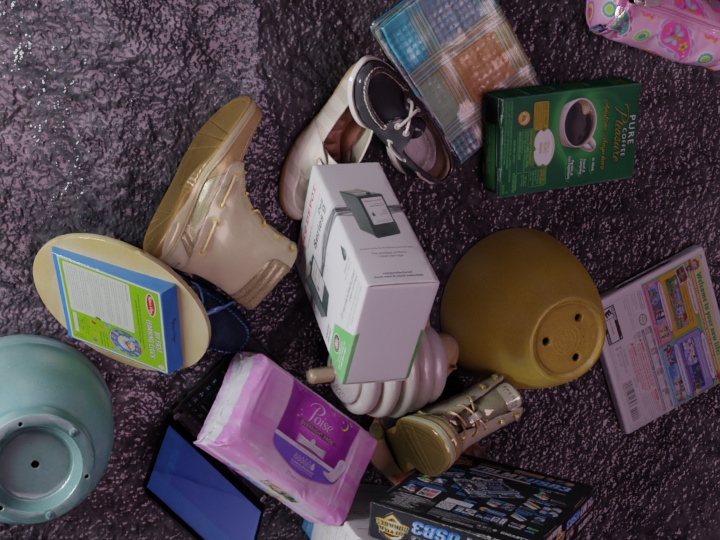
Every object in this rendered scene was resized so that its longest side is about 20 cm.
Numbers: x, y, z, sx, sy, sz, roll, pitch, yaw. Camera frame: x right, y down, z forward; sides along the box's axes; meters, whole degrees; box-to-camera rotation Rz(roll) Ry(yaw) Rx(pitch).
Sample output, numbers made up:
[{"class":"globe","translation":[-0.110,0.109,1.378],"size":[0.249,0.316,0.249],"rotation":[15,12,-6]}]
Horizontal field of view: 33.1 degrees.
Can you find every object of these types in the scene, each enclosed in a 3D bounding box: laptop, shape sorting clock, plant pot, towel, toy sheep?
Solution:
[{"class":"laptop","translation":[-0.130,0.213,1.381],"size":[0.200,0.103,0.177],"rotation":[-44,116,-5]},{"class":"shape sorting clock","translation":[-0.246,0.034,1.256],"size":[0.200,0.199,0.039],"rotation":[51,47,-25]},{"class":"plant pot","translation":[-0.347,0.183,1.269],"size":[0.199,0.134,0.202],"rotation":[-6,106,-21]},{"class":"towel","translation":[0.119,-0.243,1.401],"size":[0.146,0.022,0.201],"rotation":[-39,115,-7]},{"class":"toy sheep","translation":[0.027,0.105,1.403],"size":[0.199,0.138,0.139],"rotation":[-7,107,-24]},{"class":"plant pot","translation":[0.215,0.061,1.457],"size":[0.198,0.142,0.202],"rotation":[-6,106,-21]}]

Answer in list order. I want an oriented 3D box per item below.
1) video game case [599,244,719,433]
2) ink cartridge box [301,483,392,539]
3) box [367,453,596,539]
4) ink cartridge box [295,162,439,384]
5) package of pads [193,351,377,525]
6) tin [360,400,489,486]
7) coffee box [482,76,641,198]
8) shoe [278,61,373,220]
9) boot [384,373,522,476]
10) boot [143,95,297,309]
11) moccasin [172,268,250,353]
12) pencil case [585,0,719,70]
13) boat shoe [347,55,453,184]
[{"class":"video game case","translation":[0.399,0.092,1.606],"size":[0.181,0.022,0.201],"rotation":[-26,112,-13]},{"class":"ink cartridge box","translation":[0.019,0.319,1.417],"size":[0.114,0.200,0.068],"rotation":[9,101,-23]},{"class":"box","translation":[0.141,0.273,1.372],"size":[0.198,0.199,0.050],"rotation":[-18,115,-59]},{"class":"ink cartridge box","translation":[0.000,0.000,1.302],"size":[0.083,0.201,0.147],"rotation":[-3,132,-20]},{"class":"package of pads","translation":[-0.082,0.190,1.368],"size":[0.200,0.075,0.121],"rotation":[40,63,-30]},{"class":"tin","translation":[0.080,0.230,1.508],"size":[0.112,0.042,0.200],"rotation":[-47,115,-9]},{"class":"coffee box","translation":[0.241,-0.161,1.449],"size":[0.199,0.044,0.124],"rotation":[-11,113,-23]},{"class":"shoe","translation":[-0.028,-0.145,1.351],"size":[0.070,0.053,0.201],"rotation":[28,93,-26]},{"class":"boot","translation":[0.119,0.172,1.387],"size":[0.154,0.200,0.072],"rotation":[-24,85,-15]},{"class":"boot","translation":[-0.126,-0.072,1.323],"size":[0.155,0.073,0.201],"rotation":[31,84,-31]},{"class":"moccasin","translation":[-0.205,0.042,1.323],"size":[0.199,0.068,0.081],"rotation":[28,93,-26]},{"class":"pencil case","translation":[0.365,-0.301,1.450],"size":[0.199,0.087,0.088],"rotation":[12,100,-25]},{"class":"boat shoe","translation":[0.048,-0.159,1.328],"size":[0.074,0.060,0.200],"rotation":[-52,144,-13]}]
